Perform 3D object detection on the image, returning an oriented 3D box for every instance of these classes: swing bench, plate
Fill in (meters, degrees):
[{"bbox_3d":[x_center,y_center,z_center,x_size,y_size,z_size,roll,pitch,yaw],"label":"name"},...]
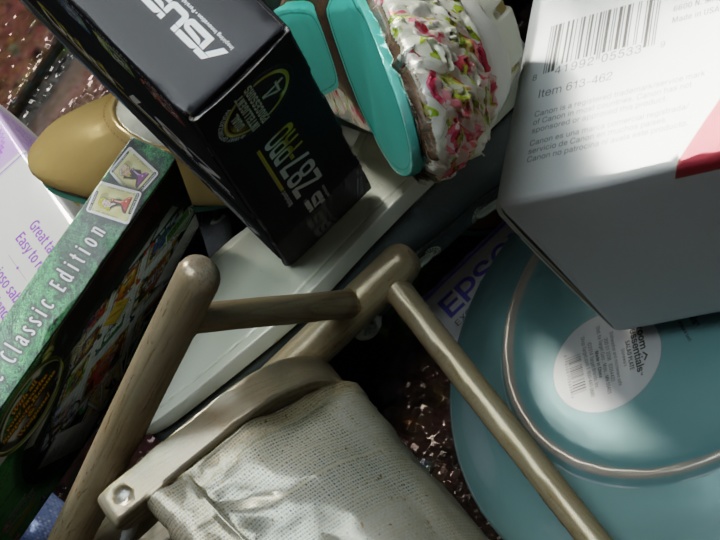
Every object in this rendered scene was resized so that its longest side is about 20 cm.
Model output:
[{"bbox_3d":[-0.020,0.130,0.937,0.200,0.130,0.199,-51,63,27],"label":"swing bench"},{"bbox_3d":[0.114,0.016,0.972,0.200,0.026,0.200,-18,50,23],"label":"plate"}]

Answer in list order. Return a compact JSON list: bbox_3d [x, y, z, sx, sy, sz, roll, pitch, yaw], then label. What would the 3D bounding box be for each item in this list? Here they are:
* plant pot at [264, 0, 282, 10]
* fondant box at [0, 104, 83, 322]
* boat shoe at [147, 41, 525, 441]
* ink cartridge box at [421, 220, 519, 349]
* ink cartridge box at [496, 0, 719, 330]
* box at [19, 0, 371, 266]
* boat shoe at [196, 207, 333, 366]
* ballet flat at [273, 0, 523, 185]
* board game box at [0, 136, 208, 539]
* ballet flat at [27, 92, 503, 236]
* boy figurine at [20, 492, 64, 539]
[{"bbox_3d":[-0.034,-0.170,1.146,0.200,0.196,0.196,32,82,31],"label":"plant pot"},{"bbox_3d":[-0.191,0.039,1.194,0.200,0.058,0.144,-42,48,2],"label":"fondant box"},{"bbox_3d":[0.000,0.000,1.034,0.200,0.062,0.073,-44,30,-2],"label":"boat shoe"},{"bbox_3d":[0.147,0.005,1.004,0.198,0.043,0.200,-44,46,1],"label":"ink cartridge box"},{"bbox_3d":[0.140,-0.094,0.955,0.146,0.083,0.200,-12,50,34],"label":"ink cartridge box"},{"bbox_3d":[-0.089,-0.103,0.960,0.049,0.161,0.200,-44,72,-3],"label":"box"},{"bbox_3d":[-0.039,0.025,1.103,0.066,0.070,0.200,-33,41,13],"label":"boat shoe"},{"bbox_3d":[0.018,-0.077,0.955,0.064,0.076,0.200,-18,17,-10],"label":"ballet flat"},{"bbox_3d":[-0.122,0.054,1.016,0.023,0.105,0.200,31,73,12],"label":"board game box"},{"bbox_3d":[-0.032,-0.058,1.102,0.200,0.063,0.069,4,37,6],"label":"ballet flat"},{"bbox_3d":[-0.189,0.086,1.096,0.200,0.064,0.124,26,92,8],"label":"boy figurine"}]
